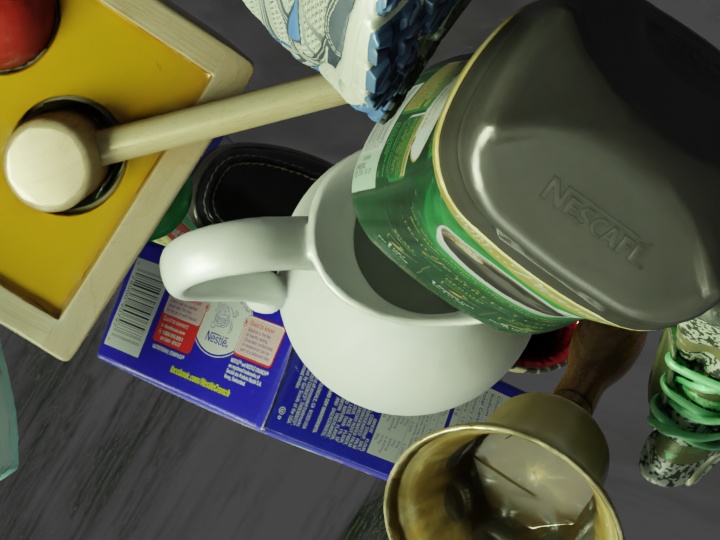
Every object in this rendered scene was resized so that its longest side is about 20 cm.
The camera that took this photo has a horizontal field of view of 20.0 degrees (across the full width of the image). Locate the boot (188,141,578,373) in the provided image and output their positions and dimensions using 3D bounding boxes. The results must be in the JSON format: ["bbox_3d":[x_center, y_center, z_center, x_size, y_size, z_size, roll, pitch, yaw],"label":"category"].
[{"bbox_3d":[0.016,-0.005,1.074,0.199,0.074,0.150,30,175,-25],"label":"boot"}]

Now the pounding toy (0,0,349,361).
[{"bbox_3d":[-0.129,-0.070,0.900,0.199,0.185,0.142,32,-176,-15],"label":"pounding toy"}]

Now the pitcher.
[{"bbox_3d":[0.000,0.000,0.885,0.170,0.122,0.200,-5,171,-4],"label":"pitcher"}]

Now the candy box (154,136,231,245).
[{"bbox_3d":[-0.166,-0.081,1.221,0.199,0.077,0.169,26,169,24],"label":"candy box"}]

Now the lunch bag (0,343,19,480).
[{"bbox_3d":[-0.253,0.027,0.922,0.200,0.122,0.170,41,-175,14],"label":"lunch bag"}]

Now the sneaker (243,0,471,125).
[{"bbox_3d":[-0.010,-0.095,0.592,0.085,0.077,0.200,34,172,0],"label":"sneaker"}]

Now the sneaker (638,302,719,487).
[{"bbox_3d":[0.149,0.051,0.852,0.076,0.089,0.200,24,172,16],"label":"sneaker"}]

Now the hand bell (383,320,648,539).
[{"bbox_3d":[0.094,0.058,0.899,0.103,0.200,0.105,12,124,19],"label":"hand bell"}]

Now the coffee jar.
[{"bbox_3d":[0.064,-0.031,0.670,0.104,0.086,0.200,35,173,-8],"label":"coffee jar"}]

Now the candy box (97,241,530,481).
[{"bbox_3d":[-0.013,0.061,1.102,0.199,0.078,0.169,26,175,-39],"label":"candy box"}]
